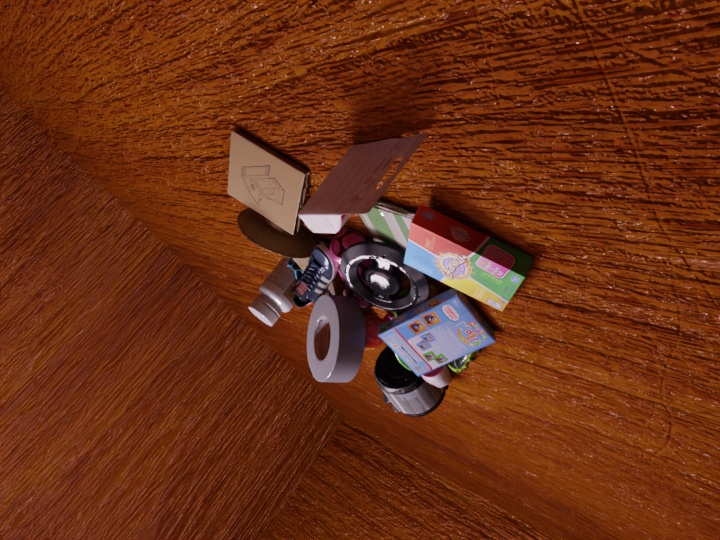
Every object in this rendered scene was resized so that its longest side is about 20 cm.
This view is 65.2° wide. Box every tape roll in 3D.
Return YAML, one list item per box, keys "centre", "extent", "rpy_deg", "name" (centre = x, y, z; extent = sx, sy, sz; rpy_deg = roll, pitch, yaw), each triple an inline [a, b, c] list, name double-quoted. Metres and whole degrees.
- centre: [-0.061, 0.158, 1.306]
  extent: [0.066, 0.202, 0.200]
  rpy_deg: [7, 174, -26]
  name: "tape roll"

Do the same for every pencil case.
- centre: [0.000, 0.000, 1.280]
  extent: [0.093, 0.091, 0.200]
  rpy_deg: [30, 158, 37]
  name: "pencil case"

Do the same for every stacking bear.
- centre: [0.004, 0.141, 1.367]
  extent: [0.121, 0.115, 0.200]
  rpy_deg: [10, 177, -18]
  name: "stacking bear"

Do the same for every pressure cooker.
- centre: [0.145, 0.313, 1.589]
  extent: [0.175, 0.179, 0.200]
  rpy_deg: [16, 151, 41]
  name: "pressure cooker"

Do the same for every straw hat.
- centre: [-0.179, -0.123, 1.312]
  extent: [0.201, 0.201, 0.085]
  rpy_deg: [35, 122, 10]
  name: "straw hat"

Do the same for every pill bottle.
- centre: [-0.232, 0.058, 1.653]
  extent: [0.114, 0.200, 0.114]
  rpy_deg: [33, 161, 13]
  name: "pill bottle"

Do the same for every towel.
- centre: [0.084, -0.073, 1.064]
  extent: [0.199, 0.023, 0.153]
  rpy_deg: [21, 156, 37]
  name: "towel"

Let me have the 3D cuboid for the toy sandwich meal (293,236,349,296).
- centre: [-0.092, 0.007, 1.419]
  extent: [0.205, 0.070, 0.206]
  rpy_deg: [46, 155, 29]
  name: "toy sandwich meal"

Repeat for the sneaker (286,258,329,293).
- centre: [-0.143, 0.010, 1.565]
  extent: [0.073, 0.082, 0.200]
  rpy_deg: [23, 156, 38]
  name: "sneaker"

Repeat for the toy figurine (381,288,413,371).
- centre: [0.099, 0.125, 1.356]
  extent: [0.184, 0.150, 0.201]
  rpy_deg: [17, 132, 66]
  name: "toy figurine"

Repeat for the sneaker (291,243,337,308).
- centre: [-0.114, 0.022, 1.313]
  extent: [0.075, 0.084, 0.201]
  rpy_deg: [43, 144, 20]
  name: "sneaker"

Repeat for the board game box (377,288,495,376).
- centre: [0.161, 0.134, 1.194]
  extent: [0.199, 0.037, 0.151]
  rpy_deg: [-29, 118, 27]
  name: "board game box"

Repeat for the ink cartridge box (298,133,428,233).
- centre: [0.008, -0.129, 0.857]
  extent: [0.050, 0.161, 0.199]
  rpy_deg: [47, 159, -30]
  name: "ink cartridge box"

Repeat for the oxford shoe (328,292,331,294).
- centre: [-0.066, 0.091, 1.668]
  extent: [0.075, 0.070, 0.200]
  rpy_deg: [66, 161, 1]
  name: "oxford shoe"

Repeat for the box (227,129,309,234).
- centre: [-0.204, -0.188, 1.214]
  extent: [0.199, 0.021, 0.164]
  rpy_deg: [32, 133, 17]
  name: "box"

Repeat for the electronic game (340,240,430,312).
- centre: [0.050, 0.016, 1.175]
  extent: [0.199, 0.042, 0.201]
  rpy_deg: [18, 141, 15]
  name: "electronic game"

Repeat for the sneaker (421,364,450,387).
- centre: [0.164, 0.222, 1.402]
  extent: [0.088, 0.081, 0.200]
  rpy_deg: [57, -175, -32]
  name: "sneaker"

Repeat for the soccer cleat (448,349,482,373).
- centre: [0.232, 0.195, 1.343]
  extent: [0.081, 0.068, 0.200]
  rpy_deg: [43, 163, 11]
  name: "soccer cleat"

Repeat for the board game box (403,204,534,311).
- centre: [0.175, -0.017, 0.956]
  extent: [0.199, 0.040, 0.153]
  rpy_deg: [27, 157, 12]
  name: "board game box"
